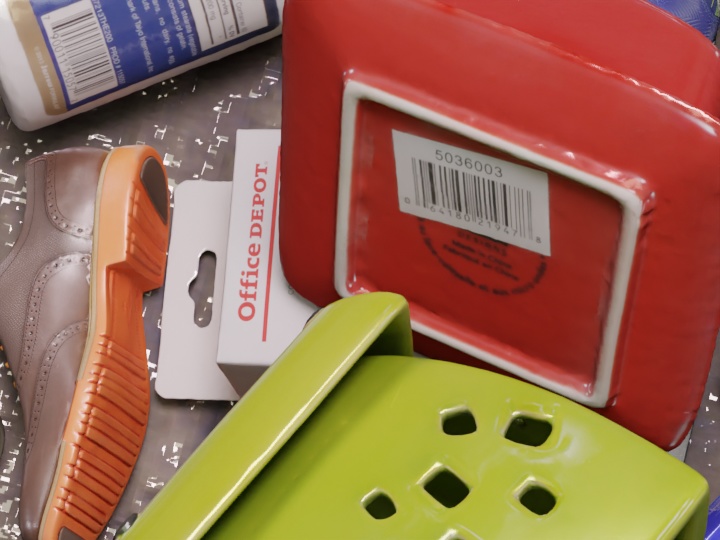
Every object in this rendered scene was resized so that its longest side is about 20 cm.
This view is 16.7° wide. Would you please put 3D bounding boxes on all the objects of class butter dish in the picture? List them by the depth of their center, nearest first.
[{"bbox_3d":[0.079,-0.055,1.022,0.199,0.200,0.148,23,51,17],"label":"butter dish"}]

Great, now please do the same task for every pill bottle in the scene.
[{"bbox_3d":[-0.089,-0.151,1.159,0.199,0.111,0.112,-22,78,-8],"label":"pill bottle"}]

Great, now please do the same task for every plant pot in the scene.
[{"bbox_3d":[0.013,0.140,1.013,0.181,0.200,0.199,36,71,18],"label":"plant pot"}]

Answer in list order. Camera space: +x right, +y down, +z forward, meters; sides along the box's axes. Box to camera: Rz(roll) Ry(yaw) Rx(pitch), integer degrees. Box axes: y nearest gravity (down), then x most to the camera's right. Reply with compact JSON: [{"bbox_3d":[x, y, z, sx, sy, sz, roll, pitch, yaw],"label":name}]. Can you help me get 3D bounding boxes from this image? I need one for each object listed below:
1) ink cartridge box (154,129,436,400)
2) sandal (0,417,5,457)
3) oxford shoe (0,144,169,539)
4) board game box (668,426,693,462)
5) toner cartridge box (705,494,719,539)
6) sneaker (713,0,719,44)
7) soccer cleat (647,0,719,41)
[{"bbox_3d":[0.000,0.000,1.127,0.198,0.068,0.116,1,71,9],"label":"ink cartridge box"},{"bbox_3d":[-0.208,0.147,1.094,0.054,0.082,0.201,23,67,24],"label":"sandal"},{"bbox_3d":[-0.139,0.039,1.140,0.072,0.071,0.201,2,69,16],"label":"oxford shoe"},{"bbox_3d":[0.078,0.106,1.145,0.134,0.028,0.201,15,75,1],"label":"board game box"},{"bbox_3d":[0.245,0.093,1.137,0.200,0.043,0.095,-44,94,-10],"label":"toner cartridge box"},{"bbox_3d":[0.131,-0.093,1.182,0.086,0.080,0.201,4,65,5],"label":"sneaker"},{"bbox_3d":[0.079,-0.108,1.151,0.199,0.065,0.084,-5,45,37],"label":"soccer cleat"}]
